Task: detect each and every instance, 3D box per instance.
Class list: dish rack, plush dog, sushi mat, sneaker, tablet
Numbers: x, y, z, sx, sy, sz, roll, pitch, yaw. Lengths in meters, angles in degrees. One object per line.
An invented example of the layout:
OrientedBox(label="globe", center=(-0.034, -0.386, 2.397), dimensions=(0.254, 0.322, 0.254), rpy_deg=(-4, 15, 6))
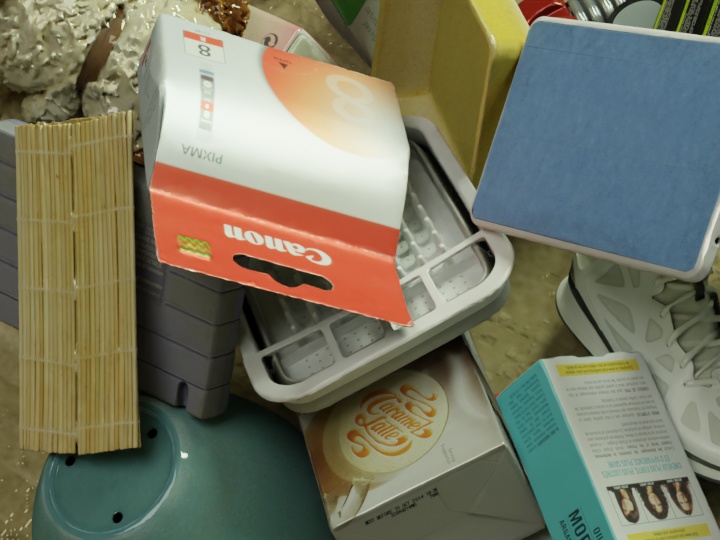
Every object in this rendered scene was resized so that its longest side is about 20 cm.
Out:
OrientedBox(label="dish rack", center=(0.000, 0.000, 1.314), dimensions=(0.171, 0.044, 0.200), rpy_deg=(-29, 39, 2))
OrientedBox(label="plush dog", center=(-0.161, -0.142, 1.371), dimensions=(0.171, 0.160, 0.201), rpy_deg=(25, 85, 7))
OrientedBox(label="sushi mat", center=(-0.168, 0.009, 1.281), dimensions=(0.095, 0.012, 0.201), rpy_deg=(-2, 89, 33))
OrientedBox(label="sneaker", center=(0.186, 0.029, 1.263), dimensions=(0.075, 0.116, 0.201), rpy_deg=(-15, 46, -27))
OrientedBox(label="tablet", center=(0.141, -0.071, 1.192), dimensions=(0.200, 0.014, 0.131), rpy_deg=(17, 89, 54))

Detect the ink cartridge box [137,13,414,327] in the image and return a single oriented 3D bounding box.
OrientedBox(label="ink cartridge box", center=(-0.046, -0.062, 1.259), dimensions=(0.200, 0.161, 0.050), rpy_deg=(-104, 35, -53))

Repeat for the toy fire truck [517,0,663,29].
OrientedBox(label="toy fire truck", center=(0.163, -0.184, 1.422), dimensions=(0.175, 0.129, 0.201), rpy_deg=(-26, 42, 8))

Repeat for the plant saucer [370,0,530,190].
OrientedBox(label="plant saucer", center=(0.062, -0.127, 1.387), dimensions=(0.048, 0.201, 0.200), rpy_deg=(-8, 45, -15))

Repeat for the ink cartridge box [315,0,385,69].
OrientedBox(label="ink cartridge box", center=(0.048, -0.254, 1.488), dimensions=(0.200, 0.146, 0.084), rpy_deg=(-39, 52, -2))

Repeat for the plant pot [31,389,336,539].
OrientedBox(label="plant pot", center=(-0.124, 0.150, 1.328), dimensions=(0.199, 0.135, 0.201), rpy_deg=(-12, 57, 18))

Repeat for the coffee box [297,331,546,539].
OrientedBox(label="coffee box", center=(0.026, 0.087, 1.303), dimensions=(0.114, 0.080, 0.200), rpy_deg=(-25, 39, 6))

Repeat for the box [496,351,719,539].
OrientedBox(label="box", center=(0.153, 0.145, 1.206), dimensions=(0.049, 0.082, 0.201), rpy_deg=(-45, 57, 44))

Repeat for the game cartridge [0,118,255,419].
OrientedBox(label="game cartridge", center=(-0.153, -0.006, 1.312), dimensions=(0.199, 0.038, 0.130), rpy_deg=(23, 110, 30))

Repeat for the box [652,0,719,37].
OrientedBox(label="box", center=(0.214, -0.136, 1.228), dimensions=(0.047, 0.193, 0.201), rpy_deg=(17, 101, -9))

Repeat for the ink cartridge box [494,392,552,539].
OrientedBox(label="ink cartridge box", center=(0.085, 0.155, 1.283), dimensions=(0.159, 0.047, 0.201), rpy_deg=(-6, 61, 22))

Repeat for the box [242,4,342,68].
OrientedBox(label="box", center=(-0.110, -0.126, 1.488), dimensions=(0.199, 0.128, 0.109), rpy_deg=(28, 82, 34))
